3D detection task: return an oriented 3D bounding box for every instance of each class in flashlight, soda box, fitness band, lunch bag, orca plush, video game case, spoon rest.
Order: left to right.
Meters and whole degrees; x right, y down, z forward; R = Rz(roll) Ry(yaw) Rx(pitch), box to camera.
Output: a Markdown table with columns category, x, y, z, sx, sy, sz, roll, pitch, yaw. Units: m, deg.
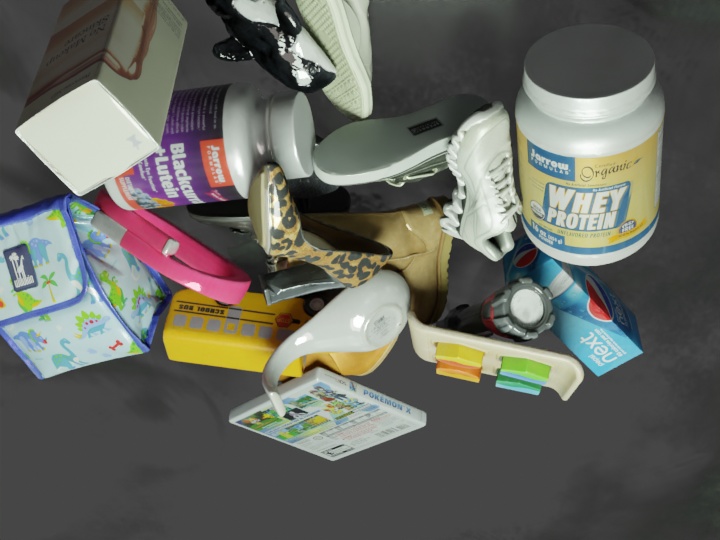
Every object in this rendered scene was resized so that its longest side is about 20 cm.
| category | x | y | z | sx | sy | sz | roll | pitch | yaw |
| --- | --- | --- | --- | --- | --- | --- | --- | --- | --- |
| lunch bag | -0.339 | 0.011 | 1.226 | 0.167 | 0.128 | 0.202 | -14 | 126 | 22 |
| fitness band | -0.203 | -0.027 | 1.155 | 0.038 | 0.199 | 0.143 | -59 | 152 | 5 |
| orca plush | -0.111 | -0.227 | 0.997 | 0.071 | 0.105 | 0.200 | -48 | 125 | -8 |
| video game case | -0.044 | 0.190 | 1.412 | 0.181 | 0.022 | 0.199 | 26 | 144 | -31 |
| spoon rest | -0.027 | 0.072 | 1.172 | 0.199 | 0.060 | 0.100 | -35 | 134 | -17 |
| flashlight | 0.154 | 0.056 | 1.240 | 0.068 | 0.068 | 0.200 | 53 | 163 | 0 |
| soda box | 0.250 | 0.036 | 1.278 | 0.067 | 0.065 | 0.199 | -31 | 126 | 27 |

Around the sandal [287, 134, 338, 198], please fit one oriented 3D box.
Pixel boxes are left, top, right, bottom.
| category | x | y | z | sx | sy | sz | roll | pitch | yaw |
| --- | --- | --- | --- | --- | --- | --- | --- | --- | --- |
| sandal | -0.113 | -0.128 | 1.153 | 0.196 | 0.043 | 0.077 | 10 | 127 | 5 |

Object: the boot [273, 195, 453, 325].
| category | x | y | z | sx | sy | sz | roll | pitch | yaw |
| --- | --- | --- | --- | --- | --- | --- | --- | --- | --- |
| boot | 0.000 | 0.000 | 1.203 | 0.197 | 0.066 | 0.178 | -11 | 125 | -22 |

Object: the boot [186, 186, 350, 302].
| category | x | y | z | sx | sy | sz | roll | pitch | yaw |
| --- | --- | --- | --- | --- | --- | --- | --- | --- | --- |
| boot | -0.097 | -0.015 | 1.233 | 0.196 | 0.070 | 0.176 | 2 | 133 | -4 |

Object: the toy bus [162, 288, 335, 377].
| category | x | y | z | sx | sy | sz | roll | pitch | yaw |
| --- | --- | --- | --- | --- | --- | --- | --- | --- | --- |
| toy bus | -0.118 | 0.069 | 1.239 | 0.196 | 0.079 | 0.066 | 7 | 144 | 5 |

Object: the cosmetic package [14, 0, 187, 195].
| category | x | y | z | sx | sy | sz | roll | pitch | yaw |
| --- | --- | --- | --- | --- | --- | --- | --- | --- | --- |
| cosmetic package | -0.230 | -0.180 | 0.988 | 0.102 | 0.202 | 0.087 | -25 | 129 | 21 |

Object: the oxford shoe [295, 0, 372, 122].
| category | x | y | z | sx | sy | sz | roll | pitch | yaw |
| --- | --- | --- | --- | --- | --- | --- | --- | --- | --- |
| oxford shoe | -0.014 | -0.220 | 1.042 | 0.075 | 0.058 | 0.201 | 30 | 155 | 29 |

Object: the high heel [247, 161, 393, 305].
| category | x | y | z | sx | sy | sz | roll | pitch | yaw |
| --- | --- | --- | --- | --- | --- | --- | --- | --- | --- |
| high heel | -0.034 | -0.049 | 1.055 | 0.140 | 0.072 | 0.201 | -15 | 145 | -11 |

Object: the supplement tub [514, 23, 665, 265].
| category | x | y | z | sx | sy | sz | roll | pitch | yaw |
| --- | --- | --- | --- | --- | --- | --- | --- | --- | --- |
| supplement tub | 0.225 | -0.122 | 1.072 | 0.142 | 0.146 | 0.202 | -6 | 133 | 7 |

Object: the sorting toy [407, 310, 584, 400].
| category | x | y | z | sx | sy | sz | roll | pitch | yaw |
| --- | --- | --- | --- | --- | --- | --- | --- | --- | --- |
| sorting toy | 0.147 | 0.105 | 1.227 | 0.197 | 0.037 | 0.185 | 16 | 168 | 9 |

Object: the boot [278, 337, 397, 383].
| category | x | y | z | sx | sy | sz | roll | pitch | yaw |
| --- | --- | --- | --- | --- | --- | --- | --- | --- | --- |
| boot | -0.056 | 0.081 | 1.318 | 0.142 | 0.072 | 0.201 | 24 | 135 | -27 |

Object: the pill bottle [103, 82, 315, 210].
| category | x | y | z | sx | sy | sz | roll | pitch | yaw |
| --- | --- | --- | --- | --- | --- | --- | --- | --- | --- |
| pill bottle | -0.148 | -0.124 | 1.070 | 0.196 | 0.113 | 0.112 | -5 | 134 | 13 |

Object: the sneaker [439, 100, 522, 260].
| category | x | y | z | sx | sy | sz | roll | pitch | yaw |
| --- | --- | --- | --- | --- | --- | --- | --- | --- | --- |
| sneaker | 0.131 | -0.087 | 1.091 | 0.075 | 0.081 | 0.201 | -33 | 151 | -18 |

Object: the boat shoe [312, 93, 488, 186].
| category | x | y | z | sx | sy | sz | roll | pitch | yaw |
| --- | --- | --- | --- | --- | --- | --- | --- | --- | --- |
| boat shoe | 0.045 | -0.116 | 1.096 | 0.197 | 0.071 | 0.064 | -18 | 143 | -18 |
